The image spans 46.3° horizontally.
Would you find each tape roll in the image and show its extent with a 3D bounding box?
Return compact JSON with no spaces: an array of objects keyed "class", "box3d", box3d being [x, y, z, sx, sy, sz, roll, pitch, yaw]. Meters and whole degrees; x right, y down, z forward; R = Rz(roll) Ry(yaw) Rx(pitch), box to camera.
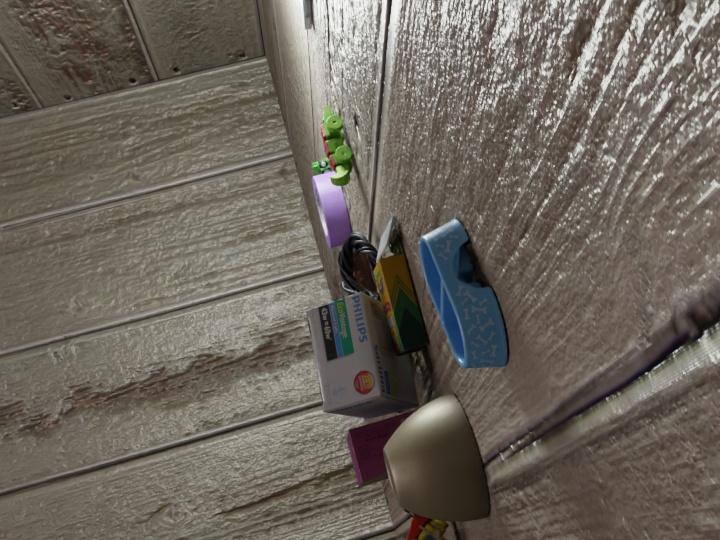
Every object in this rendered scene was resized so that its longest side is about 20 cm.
[{"class":"tape roll","box3d":[-0.078,-0.167,2.322,0.200,0.065,0.203,165,90,-84]}]

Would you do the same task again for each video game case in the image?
[{"class":"video game case","box3d":[-0.150,-0.697,1.961,0.183,0.023,0.203,92,163,-68]}]

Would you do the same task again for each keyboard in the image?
[{"class":"keyboard","box3d":[0.045,-0.055,1.568,0.200,0.011,0.057,114,174,-81]}]

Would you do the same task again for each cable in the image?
[{"class":"cable","box3d":[0.000,0.000,1.821,0.200,0.050,0.165,48,148,45]}]

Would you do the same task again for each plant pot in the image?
[{"class":"plant pot","box3d":[0.111,0.314,1.356,0.200,0.132,0.204,166,90,-84]}]

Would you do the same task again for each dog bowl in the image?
[{"class":"dog bowl","box3d":[0.120,0.031,1.022,0.112,0.049,0.202,84,171,-52]}]

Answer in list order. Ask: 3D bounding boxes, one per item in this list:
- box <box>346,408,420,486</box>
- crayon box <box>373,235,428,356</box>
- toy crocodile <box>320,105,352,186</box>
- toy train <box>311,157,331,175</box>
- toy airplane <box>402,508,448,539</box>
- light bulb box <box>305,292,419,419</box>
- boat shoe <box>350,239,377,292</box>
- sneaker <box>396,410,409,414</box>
[{"class":"box","box3d":[0.069,0.332,1.586,0.200,0.173,0.098,94,160,-73]},{"class":"crayon box","box3d":[0.068,0.050,1.541,0.127,0.050,0.203,107,149,-79]},{"class":"toy crocodile","box3d":[-0.058,-0.279,1.888,0.068,0.061,0.203,91,164,-67]},{"class":"toy train","box3d":[-0.111,-0.294,2.455,0.200,0.041,0.057,-142,28,-80]},{"class":"toy airplane","box3d":[0.135,0.571,1.695,0.200,0.139,0.202,-41,-44,-60]},{"class":"light bulb box","box3d":[0.006,0.168,1.600,0.200,0.123,0.201,29,-134,-62]},{"class":"boat shoe","box3d":[0.008,0.029,1.957,0.072,0.066,0.203,-118,15,-65]},{"class":"sneaker","box3d":[0.068,0.251,1.904,0.081,0.073,0.201,61,-171,-28]}]
